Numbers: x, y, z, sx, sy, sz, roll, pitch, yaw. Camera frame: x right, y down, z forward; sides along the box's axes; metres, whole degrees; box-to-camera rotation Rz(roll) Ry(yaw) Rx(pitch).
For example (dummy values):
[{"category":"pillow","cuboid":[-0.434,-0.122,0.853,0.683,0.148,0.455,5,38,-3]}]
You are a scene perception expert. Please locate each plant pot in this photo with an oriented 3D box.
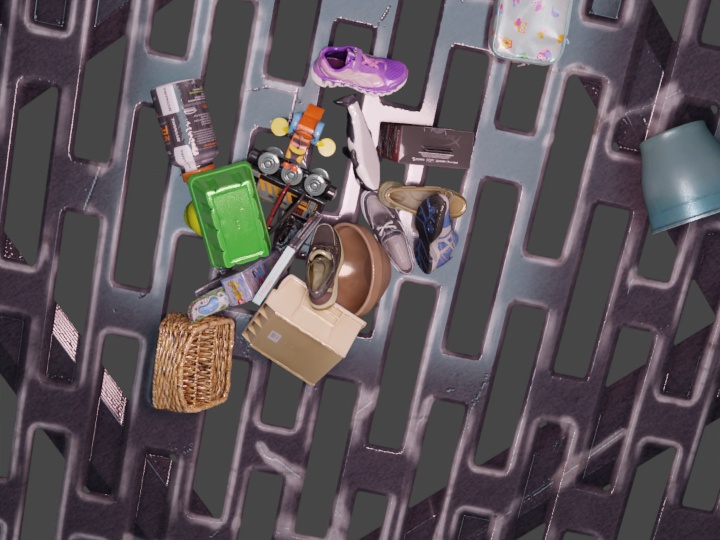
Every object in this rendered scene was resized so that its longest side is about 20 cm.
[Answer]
[{"category":"plant pot","cuboid":[0.660,-0.194,1.657,0.199,0.200,0.189,-19,85,3]},{"category":"plant pot","cuboid":[0.000,0.000,1.708,0.092,0.200,0.203,-2,104,-38]}]

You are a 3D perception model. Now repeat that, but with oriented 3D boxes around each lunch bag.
[{"category":"lunch bag","cuboid":[0.347,-0.512,1.641,0.159,0.077,0.202,8,101,-3]}]

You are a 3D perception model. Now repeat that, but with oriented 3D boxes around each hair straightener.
[{"category":"hair straightener","cuboid":[-0.160,-0.094,1.693,0.077,0.041,0.200,32,133,-6]}]

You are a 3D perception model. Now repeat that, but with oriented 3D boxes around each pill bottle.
[{"category":"pill bottle","cuboid":[-0.352,-0.283,1.666,0.105,0.106,0.202,-13,101,2]}]

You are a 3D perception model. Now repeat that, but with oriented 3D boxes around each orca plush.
[{"category":"orca plush","cuboid":[-0.019,-0.258,1.692,0.071,0.105,0.201,-8,116,36]}]

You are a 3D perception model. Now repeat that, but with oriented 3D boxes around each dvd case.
[{"category":"dvd case","cuboid":[-0.144,-0.028,1.626,0.022,0.200,0.146,35,116,-2]}]

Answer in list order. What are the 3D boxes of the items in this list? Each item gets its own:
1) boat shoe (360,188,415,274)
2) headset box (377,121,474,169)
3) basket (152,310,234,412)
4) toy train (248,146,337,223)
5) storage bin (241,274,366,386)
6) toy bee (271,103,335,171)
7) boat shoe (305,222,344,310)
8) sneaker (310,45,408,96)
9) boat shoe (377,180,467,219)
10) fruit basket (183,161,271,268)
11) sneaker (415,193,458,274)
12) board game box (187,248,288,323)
[{"category":"boat shoe","cuboid":[0.060,-0.081,1.727,0.071,0.068,0.201,-24,100,4]},{"category":"headset box","cuboid":[0.128,-0.249,1.617,0.147,0.200,0.076,3,102,-13]},{"category":"basket","cuboid":[-0.355,0.201,1.742,0.148,0.143,0.202,8,101,-1]},{"category":"toy train","cuboid":[-0.151,-0.177,1.704,0.199,0.085,0.115,25,110,-5]},{"category":"storage bin","cuboid":[-0.125,0.126,1.696,0.198,0.200,0.094,34,57,-6]},{"category":"toy bee","cuboid":[-0.127,-0.262,1.639,0.130,0.200,0.109,33,118,14]},{"category":"boat shoe","cuboid":[-0.074,-0.019,1.626,0.071,0.202,0.066,-2,146,8]},{"category":"sneaker","cuboid":[-0.001,-0.410,1.643,0.198,0.089,0.081,5,69,-2]},{"category":"boat shoe","cuboid":[0.136,-0.144,1.702,0.199,0.063,0.074,13,100,-19]},{"category":"fruit basket","cuboid":[-0.278,-0.113,1.671,0.154,0.215,0.217,-17,101,-14]},{"category":"sneaker","cuboid":[0.162,-0.084,1.696,0.077,0.076,0.201,-21,142,-22]},{"category":"board game box","cuboid":[-0.261,0.034,1.680,0.199,0.200,0.062,-24,97,5]}]
